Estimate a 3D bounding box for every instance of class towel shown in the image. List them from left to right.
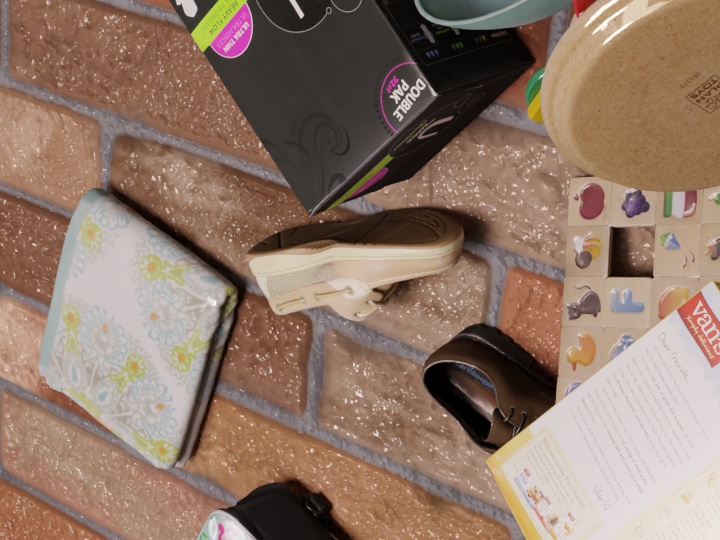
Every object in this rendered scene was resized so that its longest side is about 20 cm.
[{"bbox_3d":[-0.193,0.053,1.268,0.170,0.048,0.201,32,122,22],"label":"towel"}]

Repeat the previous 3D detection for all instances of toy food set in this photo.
[{"bbox_3d":[0.195,-0.118,0.840,0.200,0.196,0.049,125,147,-46],"label":"toy food set"}]

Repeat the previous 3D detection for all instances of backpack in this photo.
[{"bbox_3d":[-0.088,0.301,1.207,0.178,0.150,0.201,45,131,16],"label":"backpack"}]

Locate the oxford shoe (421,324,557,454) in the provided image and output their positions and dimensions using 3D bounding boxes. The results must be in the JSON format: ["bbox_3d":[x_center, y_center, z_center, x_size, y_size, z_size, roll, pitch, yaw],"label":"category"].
[{"bbox_3d":[0.124,0.115,1.018,0.199,0.084,0.073,29,118,26],"label":"oxford shoe"}]

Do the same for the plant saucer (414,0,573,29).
[{"bbox_3d":[0.118,-0.212,0.877,0.199,0.201,0.036,-20,129,40],"label":"plant saucer"}]

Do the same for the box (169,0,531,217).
[{"bbox_3d":[-0.012,-0.168,1.004,0.148,0.124,0.201,-40,80,40],"label":"box"}]

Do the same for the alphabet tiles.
[{"bbox_3d":[0.199,0.038,0.934,0.166,0.008,0.202,0,84,40],"label":"alphabet tiles"}]

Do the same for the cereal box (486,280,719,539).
[{"bbox_3d":[0.185,0.123,0.903,0.200,0.039,0.145,-42,60,27],"label":"cereal box"}]

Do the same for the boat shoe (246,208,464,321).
[{"bbox_3d":[0.000,0.000,1.088,0.199,0.072,0.066,-6,110,41],"label":"boat shoe"}]
